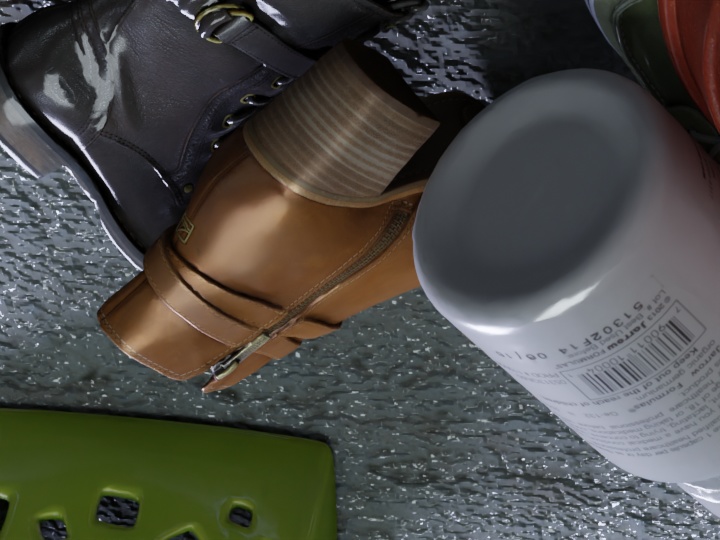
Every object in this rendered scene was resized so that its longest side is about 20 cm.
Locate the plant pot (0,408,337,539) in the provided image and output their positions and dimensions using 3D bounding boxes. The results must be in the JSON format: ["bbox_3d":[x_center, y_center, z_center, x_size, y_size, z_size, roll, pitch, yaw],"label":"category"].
[{"bbox_3d":[-0.119,0.202,1.496,0.199,0.182,0.200,5,145,3],"label":"plant pot"}]

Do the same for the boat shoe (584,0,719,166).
[{"bbox_3d":[0.158,-0.065,1.184,0.072,0.062,0.200,-22,135,34],"label":"boat shoe"}]

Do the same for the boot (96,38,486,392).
[{"bbox_3d":[0.000,0.000,1.218,0.155,0.077,0.200,-46,146,16],"label":"boot"}]

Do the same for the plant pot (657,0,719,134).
[{"bbox_3d":[0.216,-0.053,1.034,0.200,0.195,0.201,-2,128,-3],"label":"plant pot"}]

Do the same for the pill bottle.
[{"bbox_3d":[0.119,0.018,1.172,0.114,0.115,0.200,-18,140,30],"label":"pill bottle"}]

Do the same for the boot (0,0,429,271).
[{"bbox_3d":[-0.045,-0.076,1.206,0.174,0.069,0.200,-27,139,27],"label":"boot"}]
